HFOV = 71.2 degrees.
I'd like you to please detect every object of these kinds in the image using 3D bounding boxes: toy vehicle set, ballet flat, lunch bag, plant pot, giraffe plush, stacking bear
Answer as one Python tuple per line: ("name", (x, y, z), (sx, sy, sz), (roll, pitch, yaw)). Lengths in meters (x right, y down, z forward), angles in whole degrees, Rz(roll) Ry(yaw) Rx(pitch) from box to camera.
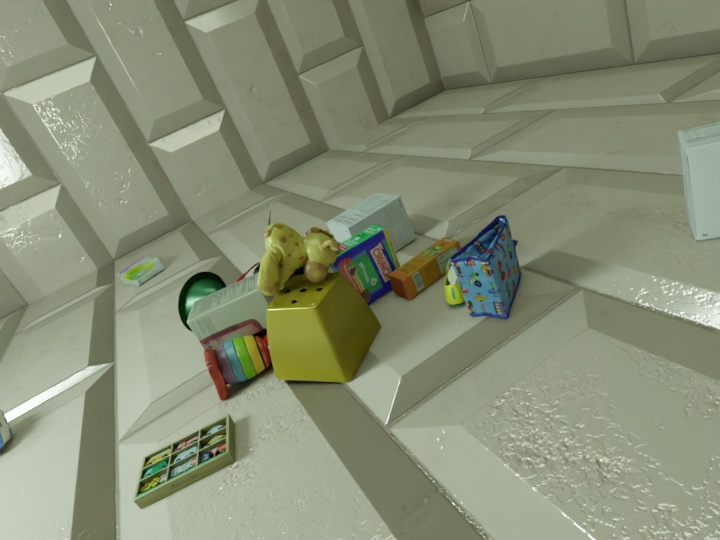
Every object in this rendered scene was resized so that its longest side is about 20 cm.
("toy vehicle set", (-0.351, 0.382, 1.021), (0.200, 0.027, 0.124), (-26, 24, -5))
("ballet flat", (0.232, 0.008, 1.209), (0.067, 0.067, 0.200), (-14, 26, 22))
("lunch bag", (0.299, -0.016, 1.095), (0.094, 0.151, 0.200), (1, 34, 43))
("plant pot", (-0.097, 0.115, 1.137), (0.200, 0.177, 0.200), (-4, 31, 28))
("giraffe plush", (-0.128, -0.035, 1.098), (0.162, 0.200, 0.173), (9, 23, -7))
("stacking bear", (-0.263, 0.206, 1.214), (0.200, 0.122, 0.114), (-20, 31, -14))

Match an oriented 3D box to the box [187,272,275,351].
("box", (-0.319, 0.106, 1.284), (0.200, 0.109, 0.128), (-24, 22, -1))

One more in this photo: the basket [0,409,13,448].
("basket", (-1.050, 0.453, 1.346), (0.176, 0.139, 0.200), (-26, -6, -5))

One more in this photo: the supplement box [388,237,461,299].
("supplement box", (0.172, -0.009, 1.301), (0.200, 0.069, 0.067), (-32, 27, -23))

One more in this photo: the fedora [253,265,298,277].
("fedora", (-0.246, -0.006, 1.630), (0.200, 0.092, 0.201), (-27, 15, 8))

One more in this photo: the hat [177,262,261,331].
("hat", (-0.370, 0.085, 1.352), (0.176, 0.200, 0.166), (6, 17, 37))

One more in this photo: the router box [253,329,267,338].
("router box", (-0.298, 0.166, 1.362), (0.200, 0.052, 0.157), (-25, 16, -2))

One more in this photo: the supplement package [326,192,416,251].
("supplement package", (0.033, -0.124, 1.556), (0.200, 0.152, 0.151), (-33, 25, -19))

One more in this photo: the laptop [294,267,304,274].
("laptop", (-0.186, 0.049, 1.464), (0.200, 0.116, 0.187), (-2, -6, -6))

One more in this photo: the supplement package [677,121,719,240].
("supplement package", (0.728, -0.182, 0.985), (0.156, 0.200, 0.111), (-9, 28, 29))

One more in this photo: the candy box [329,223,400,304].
("candy box", (0.000, 0.000, 1.311), (0.200, 0.169, 0.077), (-33, 29, -18))

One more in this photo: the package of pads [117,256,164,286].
("package of pads", (-1.030, 0.002, 2.365), (0.200, 0.068, 0.154), (5, 38, 46))
